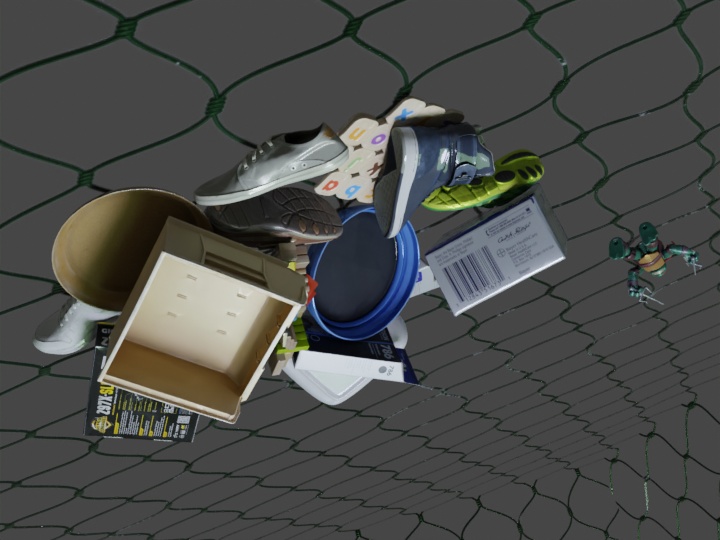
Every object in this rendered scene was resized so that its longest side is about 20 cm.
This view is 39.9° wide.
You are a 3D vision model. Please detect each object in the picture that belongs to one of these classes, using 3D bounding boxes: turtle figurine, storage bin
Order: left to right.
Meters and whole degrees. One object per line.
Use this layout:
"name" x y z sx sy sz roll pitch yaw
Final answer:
"storage bin" -0.192 0.067 1.231 0.197 0.094 0.201 22 116 -21
"turtle figurine" 0.564 -0.017 1.922 0.150 0.101 0.200 -44 135 12

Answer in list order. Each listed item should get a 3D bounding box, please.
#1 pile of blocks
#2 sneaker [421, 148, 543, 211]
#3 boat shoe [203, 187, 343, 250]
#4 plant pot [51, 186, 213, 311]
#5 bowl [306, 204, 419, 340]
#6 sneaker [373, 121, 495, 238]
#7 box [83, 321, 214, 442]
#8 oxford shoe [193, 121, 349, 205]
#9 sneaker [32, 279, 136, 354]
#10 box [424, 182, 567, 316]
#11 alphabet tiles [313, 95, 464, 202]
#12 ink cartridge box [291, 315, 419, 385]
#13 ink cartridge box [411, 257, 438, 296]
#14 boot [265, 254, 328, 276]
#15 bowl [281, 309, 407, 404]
"pile of blocks" -0.086 0.052 1.332 0.062 0.082 0.201 -7 127 -21
"sneaker" 0.172 -0.114 1.428 0.198 0.075 0.084 -13 151 -19
"boat shoe" -0.118 -0.064 1.305 0.198 0.076 0.072 6 149 -31
"plant pot" -0.281 -0.030 1.229 0.198 0.028 0.201 -13 137 -13
"bowl" 0.000 0.000 1.433 0.199 0.039 0.202 -17 118 -35
"sneaker" 0.100 -0.119 1.320 0.145 0.077 0.203 -11 151 -19
"box" -0.296 0.160 1.380 0.158 0.050 0.201 7 133 -14
"oxford shoe" -0.112 -0.129 1.193 0.198 0.075 0.058 -18 115 11
"sneaker" -0.368 0.042 1.334 0.199 0.075 0.100 -26 135 12
"box" 0.208 -0.036 1.491 0.183 0.106 0.200 -29 -178 15
"alphabet tiles" 0.036 -0.157 1.301 0.199 0.015 0.195 6 142 -46
"ink cartridge box" -0.008 0.116 1.467 0.198 0.100 0.039 10 117 -20
"ink cartridge box" 0.041 0.024 1.630 0.198 0.039 0.100 -19 155 -3
"boot" -0.099 -0.002 1.454 0.199 0.097 0.075 -34 160 -38
"bowl" -0.037 0.114 1.558 0.200 0.075 0.200 -39 119 8
